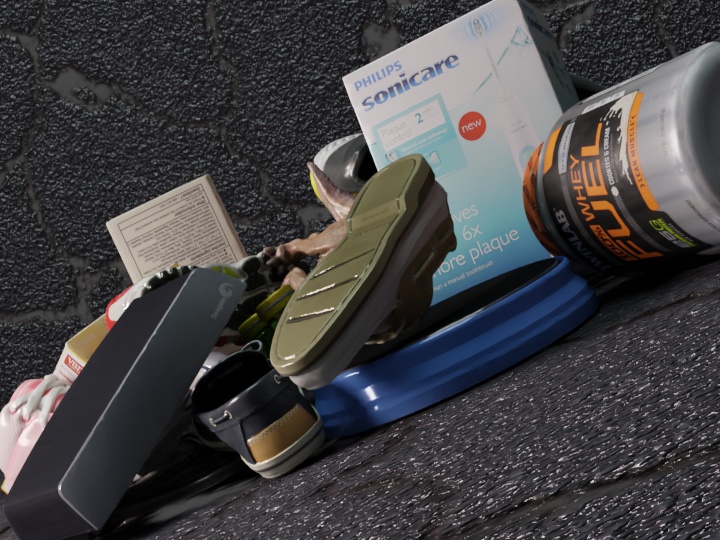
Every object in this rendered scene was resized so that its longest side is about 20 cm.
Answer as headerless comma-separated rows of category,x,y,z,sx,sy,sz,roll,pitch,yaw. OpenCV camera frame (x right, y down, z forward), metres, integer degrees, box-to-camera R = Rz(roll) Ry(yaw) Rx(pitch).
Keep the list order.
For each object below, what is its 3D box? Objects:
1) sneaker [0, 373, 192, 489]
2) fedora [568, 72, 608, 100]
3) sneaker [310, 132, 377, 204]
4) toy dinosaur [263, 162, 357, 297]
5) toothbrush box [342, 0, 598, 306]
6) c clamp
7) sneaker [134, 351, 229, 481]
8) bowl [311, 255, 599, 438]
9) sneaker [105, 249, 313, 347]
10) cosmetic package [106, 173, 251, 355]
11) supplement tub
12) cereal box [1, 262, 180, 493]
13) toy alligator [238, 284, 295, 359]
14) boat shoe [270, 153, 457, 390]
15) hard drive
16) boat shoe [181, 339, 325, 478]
sneaker,-0.206,0.114,1.301,0.200,0.105,0.075,-36,-2,38
fedora,0.172,-0.085,1.480,0.199,0.178,0.091,-2,-42,-40
sneaker,0.057,-0.106,1.475,0.199,0.075,0.085,-32,12,-16
toy dinosaur,0.000,0.000,1.326,0.085,0.202,0.135,28,-41,-34
toothbrush box,0.095,-0.077,1.283,0.145,0.202,0.085,-24,-13,18
c clamp,-0.129,0.140,1.227,0.170,0.027,0.200,-24,4,33
sneaker,-0.154,0.127,1.386,0.071,0.073,0.200,-41,3,-43
bowl,0.057,0.046,1.145,0.199,0.040,0.201,-26,3,2
sneaker,-0.111,0.027,1.374,0.199,0.078,0.085,3,-13,-41
cosmetic package,-0.133,0.028,1.536,0.103,0.202,0.087,-24,2,-4
supplement tub,0.192,-0.064,1.110,0.122,0.123,0.200,-27,2,-27
cereal box,-0.212,0.096,1.447,0.144,0.039,0.201,-41,-13,-47
toy alligator,-0.051,0.053,1.244,0.054,0.059,0.200,-34,-6,-29
boat shoe,0.013,0.010,1.107,0.074,0.069,0.201,-17,29,41
hard drive,-0.161,0.088,1.183,0.135,0.042,0.201,-23,32,55
boat shoe,-0.076,0.082,1.150,0.074,0.063,0.200,-37,14,-9
